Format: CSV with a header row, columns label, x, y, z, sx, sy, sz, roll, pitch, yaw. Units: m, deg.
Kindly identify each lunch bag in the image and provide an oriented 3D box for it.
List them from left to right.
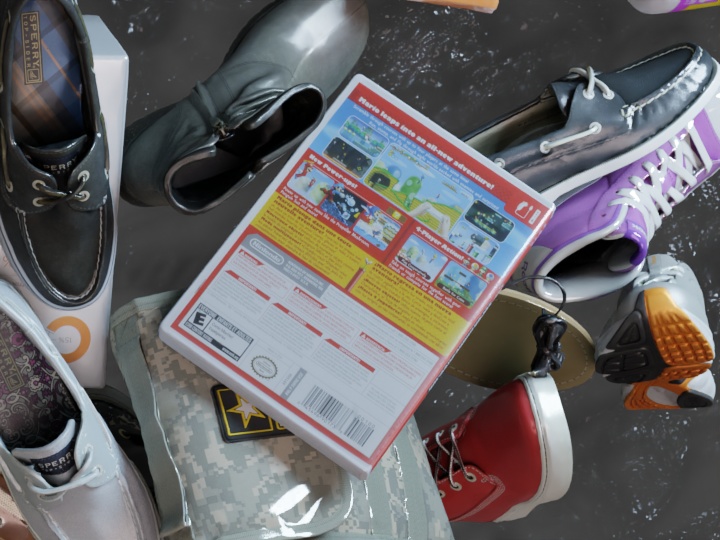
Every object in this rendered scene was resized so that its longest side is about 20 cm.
label,x,y,z,sx,sy,sz,roll,pitch,yaw
lunch bag,-0.052,0.103,1.226,0.117,0.165,0.199,-32,152,27

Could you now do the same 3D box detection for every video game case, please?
label,x,y,z,sx,sy,sz,roll,pitch,yaw
video game case,0.000,0.000,1.193,0.142,0.017,0.200,34,68,8

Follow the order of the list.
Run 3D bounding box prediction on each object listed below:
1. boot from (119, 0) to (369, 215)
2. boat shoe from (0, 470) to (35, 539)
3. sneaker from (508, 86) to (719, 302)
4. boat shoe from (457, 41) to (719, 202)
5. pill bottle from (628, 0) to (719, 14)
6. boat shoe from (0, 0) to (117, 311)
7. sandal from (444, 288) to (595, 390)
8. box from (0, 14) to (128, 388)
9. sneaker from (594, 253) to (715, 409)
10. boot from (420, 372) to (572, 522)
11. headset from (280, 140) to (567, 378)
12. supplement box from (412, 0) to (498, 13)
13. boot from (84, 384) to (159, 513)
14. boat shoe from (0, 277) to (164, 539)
label,x,y,z,sx,sy,sz,roll,pitch,yaw
boot,-0.048,-0.096,1.213,0.200,0.130,0.068,-41,111,-18
boat shoe,-0.227,0.132,1.298,0.072,0.076,0.200,-40,109,6
sneaker,0.182,-0.044,1.334,0.200,0.114,0.073,-37,115,-3
boat shoe,0.132,-0.091,1.319,0.199,0.076,0.061,-34,114,-1
pill bottle,0.256,-0.221,1.295,0.198,0.104,0.105,-10,113,-14
boat shoe,-0.168,-0.066,1.135,0.068,0.057,0.202,-12,113,-14
sandal,0.047,0.020,1.345,0.210,0.070,0.078,6,127,3
box,-0.208,-0.041,1.218,0.123,0.098,0.202,1,109,-18
sneaker,0.185,0.027,1.339,0.075,0.200,0.093,-4,74,8
boot,0.048,0.125,1.327,0.143,0.200,0.073,-7,69,-13
headset,0.040,-0.010,1.265,0.124,0.199,0.094,-49,157,-20
supplement box,0.063,-0.259,1.240,0.066,0.069,0.202,6,110,-20
boot,-0.105,0.166,1.295,0.203,0.154,0.074,38,100,-23
boat shoe,-0.172,0.095,1.154,0.070,0.072,0.202,-30,94,-2
